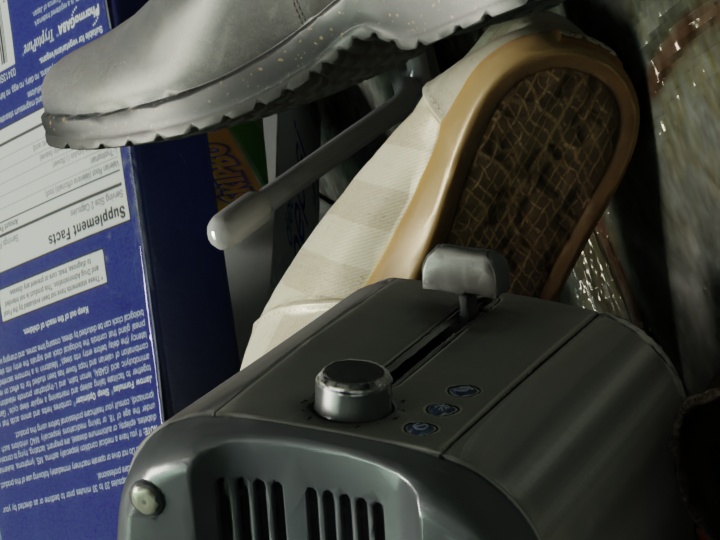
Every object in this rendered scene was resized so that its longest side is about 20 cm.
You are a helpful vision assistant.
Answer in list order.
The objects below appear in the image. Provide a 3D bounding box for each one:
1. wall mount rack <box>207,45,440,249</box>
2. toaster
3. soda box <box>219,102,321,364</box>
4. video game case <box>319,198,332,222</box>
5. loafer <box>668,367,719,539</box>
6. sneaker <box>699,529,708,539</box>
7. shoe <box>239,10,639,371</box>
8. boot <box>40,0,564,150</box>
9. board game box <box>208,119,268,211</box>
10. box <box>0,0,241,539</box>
[{"bbox_3d":[0.000,0.000,0.850,0.174,0.074,0.201,-97,-5,-66],"label":"wall mount rack"},{"bbox_3d":[0.018,0.098,0.667,0.113,0.129,0.201,8,117,25],"label":"toaster"},{"bbox_3d":[-0.053,-0.004,0.968,0.201,0.068,0.064,-89,-13,-45],"label":"soda box"},{"bbox_3d":[-0.017,0.031,1.152,0.200,0.017,0.144,-146,39,-70],"label":"video game case"},{"bbox_3d":[0.110,0.081,0.574,0.200,0.071,0.073,-128,22,-55],"label":"loafer"},{"bbox_3d":[0.069,0.123,0.776,0.077,0.081,0.201,-174,66,-76],"label":"sneaker"},{"bbox_3d":[0.011,0.019,0.749,0.201,0.070,0.053,-60,30,15],"label":"shoe"},{"bbox_3d":[-0.020,-0.112,0.714,0.199,0.070,0.132,-19,92,36],"label":"boot"},{"bbox_3d":[-0.058,-0.113,0.920,0.096,0.030,0.201,62,-157,-62],"label":"board game box"},{"bbox_3d":[-0.082,0.003,0.836,0.121,0.032,0.202,-17,78,56],"label":"box"}]
